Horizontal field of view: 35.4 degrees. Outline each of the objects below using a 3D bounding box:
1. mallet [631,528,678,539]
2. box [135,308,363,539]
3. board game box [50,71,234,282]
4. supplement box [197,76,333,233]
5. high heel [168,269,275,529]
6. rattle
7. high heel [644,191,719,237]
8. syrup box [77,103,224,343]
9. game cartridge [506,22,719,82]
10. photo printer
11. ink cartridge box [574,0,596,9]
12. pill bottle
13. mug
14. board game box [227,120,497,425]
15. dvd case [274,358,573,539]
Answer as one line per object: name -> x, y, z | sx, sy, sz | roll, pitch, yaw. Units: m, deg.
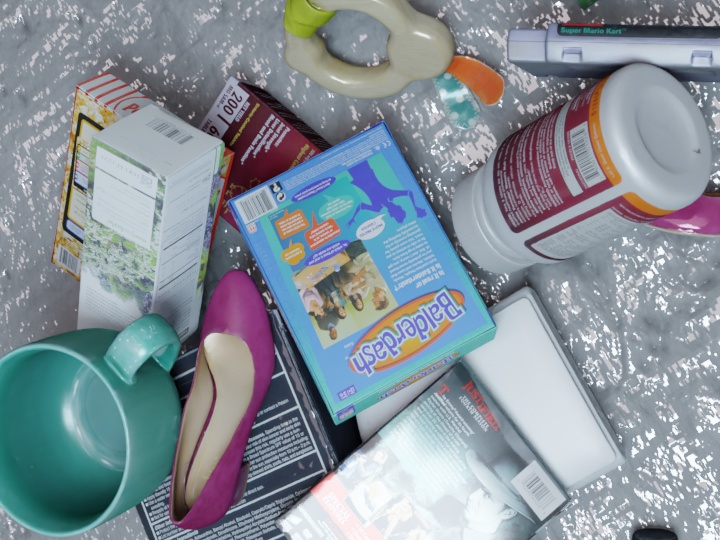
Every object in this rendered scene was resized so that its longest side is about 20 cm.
mallet -> 0.174, 0.238, 0.963 | 0.196, 0.041, 0.067 | 9, 96, 23
box -> -0.099, 0.161, 1.007 | 0.197, 0.123, 0.201 | -25, 85, 16
board game box -> -0.205, -0.055, 1.035 | 0.150, 0.046, 0.202 | 33, 128, 16
supplement box -> -0.064, -0.071, 1.023 | 0.199, 0.061, 0.110 | 39, 103, 13
high heel -> -0.114, 0.102, 0.898 | 0.066, 0.096, 0.204 | 1, 91, 17
rattle -> 0.037, -0.220, 1.000 | 0.196, 0.144, 0.132 | 11, 128, 3
high heel -> 0.306, -0.076, 0.885 | 0.196, 0.067, 0.098 | 2, 102, 14
syrup box -> -0.179, -0.025, 0.950 | 0.078, 0.081, 0.203 | 27, 128, 18
game cartridge -> 0.222, -0.170, 0.884 | 0.196, 0.129, 0.039 | 5, 91, 18
photo printer -> 0.100, 0.135, 0.961 | 0.198, 0.069, 0.168 | -31, 82, 14
ink cartridge box -> 0.222, -0.332, 0.903 | 0.198, 0.084, 0.148 | -32, 81, 17
pill bottle -> 0.164, -0.070, 0.877 | 0.199, 0.108, 0.111 | -28, 81, 52
mug -> -0.207, 0.122, 0.913 | 0.182, 0.114, 0.155 | -12, 91, 22
board game box -> 0.000, 0.000, 0.925 | 0.150, 0.045, 0.202 | -26, 73, -5
dvd case -> 0.050, 0.192, 0.904 | 0.199, 0.022, 0.147 | -41, 86, 1
